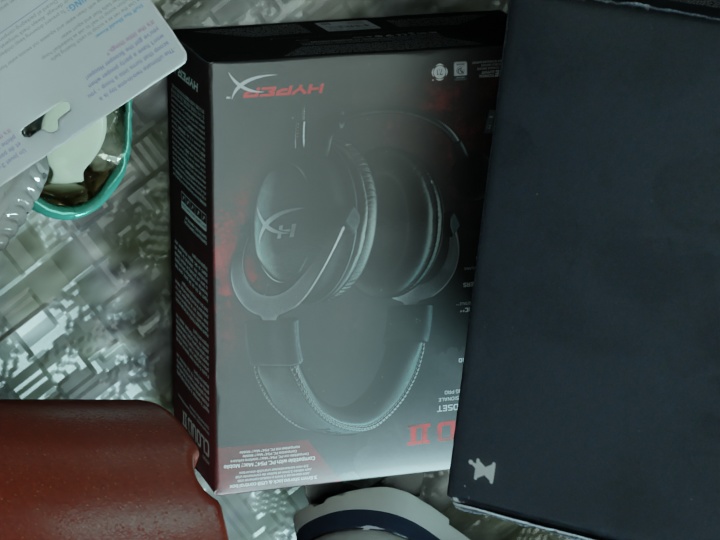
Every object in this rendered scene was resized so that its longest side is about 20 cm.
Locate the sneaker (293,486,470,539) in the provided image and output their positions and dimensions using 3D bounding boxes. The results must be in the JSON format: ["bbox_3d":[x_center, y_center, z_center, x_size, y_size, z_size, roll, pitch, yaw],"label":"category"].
[{"bbox_3d":[0.046,0.166,1.128,0.200,0.081,0.076,27,135,-32],"label":"sneaker"}]

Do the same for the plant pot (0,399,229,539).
[{"bbox_3d":[-0.160,0.129,0.963,0.194,0.201,0.202,-4,108,-27],"label":"plant pot"}]

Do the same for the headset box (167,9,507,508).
[{"bbox_3d":[0.000,0.000,1.086,0.148,0.077,0.201,-4,106,-17],"label":"headset box"}]

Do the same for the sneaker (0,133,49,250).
[{"bbox_3d":[-0.226,-0.027,0.987,0.199,0.080,0.130,-27,112,23],"label":"sneaker"}]

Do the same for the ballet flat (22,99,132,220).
[{"bbox_3d":[-0.109,-0.106,0.996,0.067,0.070,0.201,-10,124,-21],"label":"ballet flat"}]

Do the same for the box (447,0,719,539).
[{"bbox_3d":[0.136,-0.007,1.041,0.196,0.123,0.201,-12,111,-61],"label":"box"}]

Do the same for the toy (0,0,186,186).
[{"bbox_3d":[-0.159,-0.132,0.939,0.115,0.047,0.200,-32,101,17],"label":"toy"}]
